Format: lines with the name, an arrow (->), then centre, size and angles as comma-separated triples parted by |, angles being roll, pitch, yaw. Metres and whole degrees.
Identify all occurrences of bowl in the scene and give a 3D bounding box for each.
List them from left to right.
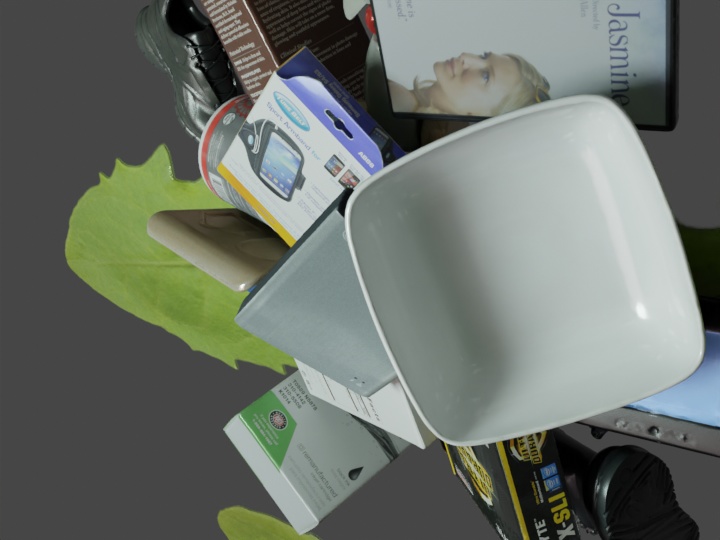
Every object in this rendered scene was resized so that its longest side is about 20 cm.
bowl -> 0.106, -0.003, 0.651 | 0.075, 0.198, 0.201 | -57, -54, -72

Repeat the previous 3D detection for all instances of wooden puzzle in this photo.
wooden puzzle -> -0.084, -0.020, 0.983 | 0.185, 0.199, 0.047 | 27, 119, 44

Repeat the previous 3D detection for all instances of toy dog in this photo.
toy dog -> 0.038, -0.169, 0.739 | 0.131, 0.097, 0.201 | 24, 135, 8

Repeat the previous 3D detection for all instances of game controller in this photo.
game controller -> 0.210, 0.066, 0.682 | 0.199, 0.042, 0.105 | 10, 108, 33

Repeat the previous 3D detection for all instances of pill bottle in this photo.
pill bottle -> -0.058, -0.093, 0.952 | 0.199, 0.116, 0.117 | 28, 143, 43

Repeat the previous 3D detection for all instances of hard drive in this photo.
hard drive -> -0.001, 0.025, 0.784 | 0.139, 0.033, 0.200 | 31, 143, -13

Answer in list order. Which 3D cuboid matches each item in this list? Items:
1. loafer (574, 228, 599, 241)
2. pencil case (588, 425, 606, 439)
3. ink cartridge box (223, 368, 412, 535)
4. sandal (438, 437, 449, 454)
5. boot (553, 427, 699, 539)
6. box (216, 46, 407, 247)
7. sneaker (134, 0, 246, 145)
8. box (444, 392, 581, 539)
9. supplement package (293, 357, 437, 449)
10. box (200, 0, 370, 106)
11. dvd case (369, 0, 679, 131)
loafer -> 0.113, -0.044, 0.761 | 0.199, 0.075, 0.069 | 31, 139, 40
pencil case -> 0.145, 0.042, 0.801 | 0.200, 0.078, 0.090 | 43, 130, 24
ink cartridge box -> -0.027, 0.170, 1.108 | 0.146, 0.199, 0.084 | 52, 151, 6
sandal -> 0.095, 0.158, 1.033 | 0.199, 0.055, 0.082 | 28, 145, 27
boot -> 0.184, 0.176, 0.844 | 0.168, 0.077, 0.200 | 26, 167, 43
box -> -0.036, -0.084, 0.767 | 0.119, 0.041, 0.200 | 46, 150, -3
sneaker -> -0.168, -0.211, 1.057 | 0.201, 0.076, 0.091 | 54, 147, -2
box -> 0.107, 0.136, 0.804 | 0.200, 0.049, 0.161 | -131, 24, -69
supplement package -> 0.026, 0.069, 0.986 | 0.199, 0.121, 0.121 | 15, 133, 53
box -> -0.064, -0.212, 0.840 | 0.075, 0.100, 0.201 | 0, 119, 55
dvd case -> 0.100, -0.157, 0.629 | 0.198, 0.018, 0.144 | 7, 130, 25
